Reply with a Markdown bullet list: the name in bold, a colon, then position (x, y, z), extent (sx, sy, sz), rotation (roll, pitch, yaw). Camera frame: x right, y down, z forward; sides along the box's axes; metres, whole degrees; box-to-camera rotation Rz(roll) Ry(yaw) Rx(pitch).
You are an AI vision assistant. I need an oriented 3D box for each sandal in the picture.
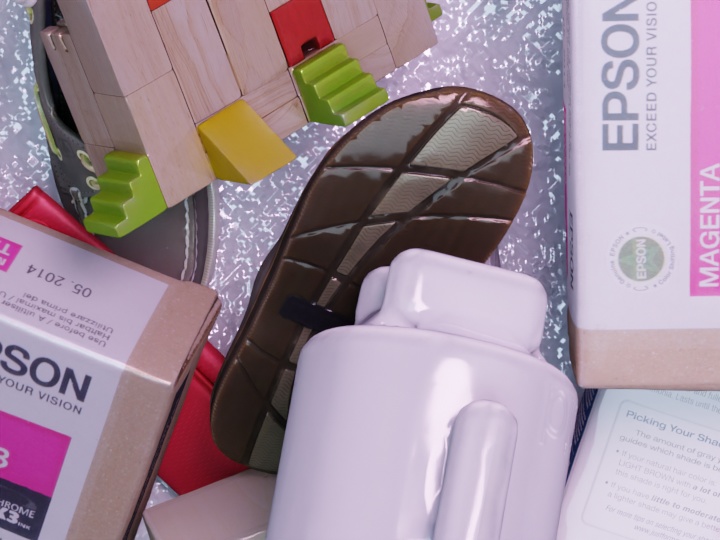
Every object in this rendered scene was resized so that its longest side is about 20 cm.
- **sandal**: position (0.000, 0.000, 1.171), extent (0.081, 0.055, 0.200), rotation (24, 118, -11)

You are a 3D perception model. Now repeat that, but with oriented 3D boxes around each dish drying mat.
- **dish drying mat**: position (-0.094, 0.050, 1.246), extent (0.200, 0.018, 0.077), rotation (44, 129, -13)

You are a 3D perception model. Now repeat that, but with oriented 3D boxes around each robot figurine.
- **robot figurine**: position (0.022, 0.096, 1.092), extent (0.112, 0.170, 0.201), rotation (13, 77, -10)

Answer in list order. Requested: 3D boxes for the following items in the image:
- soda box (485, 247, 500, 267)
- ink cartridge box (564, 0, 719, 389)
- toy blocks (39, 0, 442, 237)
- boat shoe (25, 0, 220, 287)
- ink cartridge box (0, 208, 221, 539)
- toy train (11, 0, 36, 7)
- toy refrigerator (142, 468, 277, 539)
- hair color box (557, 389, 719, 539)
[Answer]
- **soda box**: position (0.035, 0.062, 1.237), extent (0.068, 0.063, 0.201), rotation (-6, 101, 7)
- **ink cartridge box**: position (0.165, -0.056, 1.125), extent (0.164, 0.075, 0.201), rotation (-2, 105, 3)
- **toy blocks**: position (-0.057, -0.123, 1.140), extent (0.200, 0.100, 0.137), rotation (-33, 115, -29)
- **boat shoe**: position (-0.107, -0.069, 1.218), extent (0.072, 0.060, 0.203), rotation (-8, 104, 6)
- **ink cartridge box**: position (-0.181, 0.053, 1.215), extent (0.199, 0.075, 0.165), rotation (22, 126, 2)
- **toy train**: position (-0.184, -0.136, 1.166), extent (0.150, 0.200, 0.056), rotation (44, 63, -5)
- **toy refrigerator**: position (-0.027, 0.192, 1.213), extent (0.070, 0.076, 0.201), rotation (-20, 107, -9)
- **hair color box**: position (0.153, 0.052, 1.228), extent (0.100, 0.061, 0.201), rotation (18, 103, 0)
